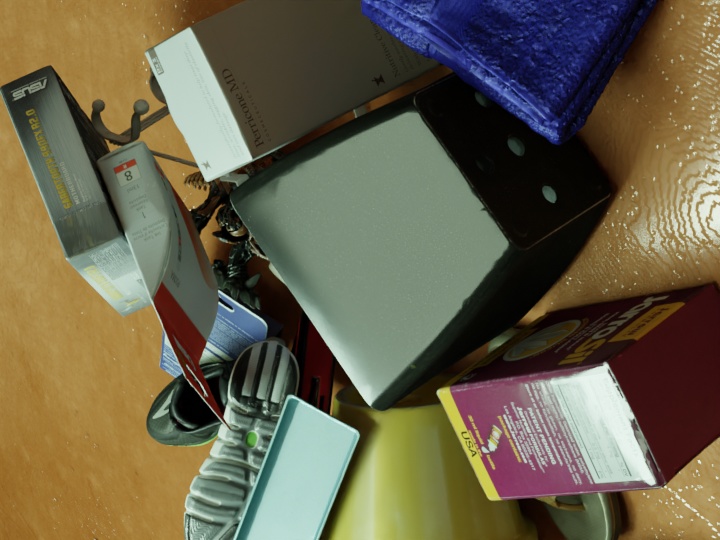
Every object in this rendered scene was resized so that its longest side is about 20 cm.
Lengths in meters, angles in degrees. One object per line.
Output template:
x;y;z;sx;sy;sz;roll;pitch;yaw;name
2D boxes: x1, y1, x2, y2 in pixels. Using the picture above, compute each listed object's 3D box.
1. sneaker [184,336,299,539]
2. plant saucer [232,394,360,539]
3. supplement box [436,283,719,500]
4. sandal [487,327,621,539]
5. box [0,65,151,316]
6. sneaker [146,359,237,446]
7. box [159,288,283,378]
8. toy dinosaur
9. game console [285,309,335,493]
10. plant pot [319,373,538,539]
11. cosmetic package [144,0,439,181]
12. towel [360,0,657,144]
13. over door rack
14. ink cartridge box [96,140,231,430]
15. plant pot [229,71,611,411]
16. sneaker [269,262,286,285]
-0.094;0.150;1.715;0.075;0.116;0.201;19;100;-2;sneaker
-0.060;0.200;1.640;0.070;0.019;0.201;27;112;16;plant saucer
0.176;0.094;1.486;0.200;0.131;0.103;-14;104;53;supplement box
0.146;0.144;1.626;0.080;0.054;0.200;-10;107;53;sandal
-0.226;-0.061;1.647;0.200;0.048;0.159;66;-179;-75;box
-0.149;0.118;1.845;0.200;0.084;0.077;-27;70;51;sneaker
-0.133;0.064;1.886;0.121;0.032;0.200;34;150;14;box
-0.104;-0.048;1.766;0.102;0.136;0.200;26;-176;-13;toy dinosaur
-0.049;0.126;1.750;0.031;0.201;0.177;9;151;-4;game console
0.047;0.192;1.679;0.200;0.200;0.190;5;104;49;plant pot
-0.050;-0.160;1.513;0.081;0.200;0.113;-17;102;54;cosmetic package
0.099;-0.197;1.384;0.200;0.049;0.148;37;108;26;towel
-0.109;-0.136;1.653;0.200;0.148;0.067;28;140;37;over door rack
-0.140;0.013;1.601;0.200;0.050;0.162;63;179;22;ink cartridge box
0.062;-0.049;1.480;0.200;0.200;0.177;55;134;5;plant pot
-0.001;0.001;1.612;0.111;0.200;0.077;44;104;-1;sneaker
